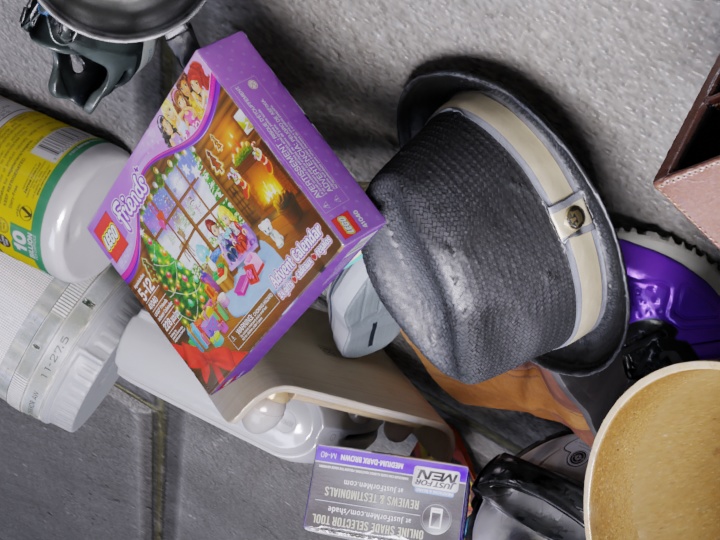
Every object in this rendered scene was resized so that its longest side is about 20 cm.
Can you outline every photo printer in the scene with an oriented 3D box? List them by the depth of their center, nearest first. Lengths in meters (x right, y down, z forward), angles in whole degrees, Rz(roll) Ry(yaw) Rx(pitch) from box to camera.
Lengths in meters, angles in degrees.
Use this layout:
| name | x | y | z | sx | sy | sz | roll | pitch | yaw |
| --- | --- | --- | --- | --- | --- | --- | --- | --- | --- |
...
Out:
| name | x | y | z | sx | sy | sz | roll | pitch | yaw |
| --- | --- | --- | --- | --- | --- | --- | --- | --- | --- |
| photo printer | -0.080 | 0.095 | 1.259 | 0.199 | 0.070 | 0.166 | 24 | -174 | 17 |

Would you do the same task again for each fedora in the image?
| name | x | y | z | sx | sy | sz | roll | pitch | yaw |
| --- | --- | --- | --- | --- | --- | --- | --- | --- | --- |
| fedora | 0.060 | -0.009 | 0.871 | 0.200 | 0.091 | 0.201 | 41 | 150 | 30 |

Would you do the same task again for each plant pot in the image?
| name | x | y | z | sx | sy | sz | roll | pitch | yaw |
| --- | --- | --- | --- | --- | --- | --- | --- | --- | --- |
| plant pot | 0.252 | 0.123 | 0.815 | 0.186 | 0.199 | 0.188 | 13 | 108 | 47 |

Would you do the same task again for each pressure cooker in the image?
| name | x | y | z | sx | sy | sz | roll | pitch | yaw |
| --- | --- | --- | --- | --- | --- | --- | --- | --- | --- |
| pressure cooker | 0.173 | 0.213 | 1.102 | 0.175 | 0.179 | 0.200 | -19 | 129 | 21 |

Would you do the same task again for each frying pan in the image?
| name | x | y | z | sx | sy | sz | roll | pitch | yaw |
| --- | --- | --- | --- | --- | --- | --- | --- | --- | --- |
| frying pan | -0.107 | -0.165 | 0.881 | 0.190 | 0.031 | 0.115 | 33 | 115 | -27 |

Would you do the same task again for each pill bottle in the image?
| name | x | y | z | sx | sy | sz | roll | pitch | yaw |
| --- | --- | --- | --- | --- | --- | --- | --- | --- | --- |
| pill bottle | -0.282 | -0.076 | 1.203 | 0.199 | 0.113 | 0.113 | 24 | 154 | 19 |

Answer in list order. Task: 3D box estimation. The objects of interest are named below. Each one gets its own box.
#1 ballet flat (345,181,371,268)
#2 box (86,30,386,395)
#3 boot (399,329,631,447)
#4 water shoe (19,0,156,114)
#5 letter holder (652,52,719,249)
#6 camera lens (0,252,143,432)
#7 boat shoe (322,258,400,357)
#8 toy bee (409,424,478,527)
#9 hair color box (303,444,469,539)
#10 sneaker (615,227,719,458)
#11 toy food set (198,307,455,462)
| name | x | y | z | sx | sy | sz | roll | pitch | yaw |
| --- | --- | --- | --- | --- | --- | --- | --- | --- | --- |
| ballet flat | -0.068 | -0.020 | 0.976 | 0.199 | 0.068 | 0.062 | -19 | 140 | 39 |
| box | -0.080 | -0.027 | 0.906 | 0.137 | 0.039 | 0.200 | 53 | 141 | 8 |
| boot | 0.103 | 0.048 | 1.062 | 0.199 | 0.069 | 0.188 | 16 | 159 | 48 |
| water shoe | -0.168 | -0.170 | 0.932 | 0.071 | 0.079 | 0.200 | 24 | 154 | 17 |
| letter holder | 0.256 | -0.026 | 0.667 | 0.200 | 0.101 | 0.142 | 41 | 153 | -17 |
| camera lens | -0.301 | 0.030 | 1.365 | 0.199 | 0.160 | 0.160 | 32 | 156 | 1 |
| boat shoe | 0.000 | 0.000 | 1.054 | 0.067 | 0.073 | 0.200 | 64 | 160 | 17 |
| toy bee | 0.085 | 0.234 | 1.316 | 0.201 | 0.108 | 0.131 | 58 | -169 | -5 |
| hair color box | 0.025 | 0.172 | 1.131 | 0.109 | 0.065 | 0.200 | 8 | 171 | 5 |
| sneaker | 0.193 | 0.061 | 0.899 | 0.200 | 0.100 | 0.070 | 38 | 153 | -12 |
| toy food set | -0.038 | 0.083 | 1.129 | 0.199 | 0.061 | 0.144 | 18 | -160 | -38 |
